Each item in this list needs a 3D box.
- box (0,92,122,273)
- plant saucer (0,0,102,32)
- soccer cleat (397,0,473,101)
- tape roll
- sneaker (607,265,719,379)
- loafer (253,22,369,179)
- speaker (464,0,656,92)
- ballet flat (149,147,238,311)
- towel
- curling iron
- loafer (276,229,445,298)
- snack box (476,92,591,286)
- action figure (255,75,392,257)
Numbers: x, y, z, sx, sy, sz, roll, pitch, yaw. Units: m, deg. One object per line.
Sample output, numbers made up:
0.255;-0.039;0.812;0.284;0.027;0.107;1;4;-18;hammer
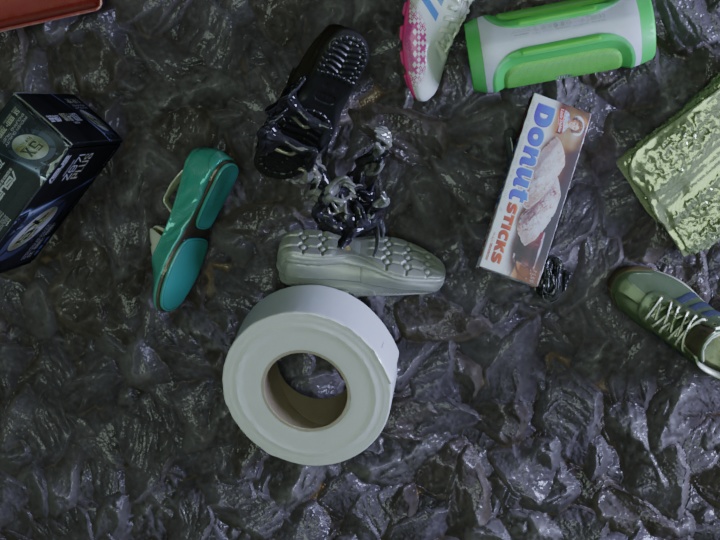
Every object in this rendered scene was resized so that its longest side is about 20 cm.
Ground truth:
-0.384;-0.098;1.166;0.086;0.164;0.201;40;100;0;box
-0.405;-0.384;1.190;0.195;0.037;0.204;-10;97;8;plant saucer
0.089;-0.289;1.123;0.085;0.070;0.205;4;98;23;soccer cleat
-0.056;0.122;1.181;0.198;0.071;0.206;4;115;8;tape roll
0.369;0.063;1.137;0.198;0.090;0.068;33;102;1;sneaker
-0.057;-0.193;1.168;0.072;0.072;0.201;25;115;-29;loafer
0.214;-0.249;1.111;0.196;0.088;0.090;-9;98;8;speaker
-0.209;-0.054;1.210;0.070;0.067;0.203;30;102;26;ballet flat
0.399;-0.126;1.133;0.199;0.037;0.149;-40;93;11;towel
0.195;-0.063;1.174;0.049;0.026;0.204;-17;92;-12;curling iron
0.000;0.000;1.191;0.196;0.071;0.071;10;134;1;loafer
0.194;-0.089;1.147;0.071;0.024;0.204;18;89;-2;snack box
-0.022;-0.106;1.112;0.200;0.120;0.101;45;139;-20;action figure
